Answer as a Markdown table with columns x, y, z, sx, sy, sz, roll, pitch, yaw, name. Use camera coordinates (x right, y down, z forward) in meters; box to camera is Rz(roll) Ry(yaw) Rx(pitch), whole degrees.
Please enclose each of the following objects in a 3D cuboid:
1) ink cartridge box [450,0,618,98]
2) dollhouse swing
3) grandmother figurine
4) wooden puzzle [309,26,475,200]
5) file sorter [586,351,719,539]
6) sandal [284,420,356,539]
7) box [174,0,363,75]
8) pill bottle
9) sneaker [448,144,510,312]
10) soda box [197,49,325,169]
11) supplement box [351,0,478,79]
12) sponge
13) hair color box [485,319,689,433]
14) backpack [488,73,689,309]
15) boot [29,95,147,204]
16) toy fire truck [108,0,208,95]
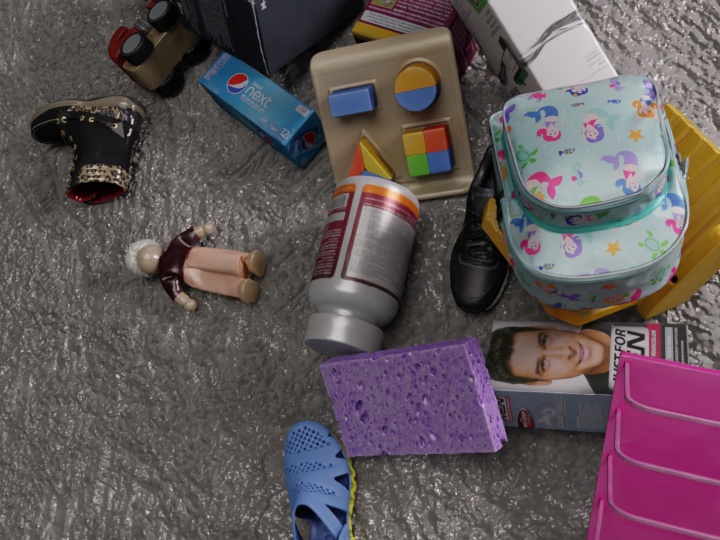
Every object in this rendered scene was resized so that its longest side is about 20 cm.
| x | y | z | sx | sy | sz | roll | pitch | yaw | name |
| --- | --- | --- | --- | --- | --- | --- | --- | --- | --- |
| 0.196 | -0.264 | 0.905 | 0.084 | 0.146 | 0.201 | -32 | 92 | 2 | ink cartridge box |
| 0.260 | -0.068 | 0.813 | 0.182 | 0.174 | 0.201 | -56 | 53 | 35 | dollhouse swing |
| -0.226 | -0.009 | 1.055 | 0.198 | 0.061 | 0.122 | 6 | 62 | 20 | grandmother figurine |
| 0.037 | -0.182 | 0.976 | 0.183 | 0.046 | 0.202 | -6 | 105 | 19 | wooden puzzle |
| 0.276 | 0.196 | 0.681 | 0.137 | 0.125 | 0.203 | 10 | 104 | 18 | file sorter |
| -0.046 | 0.257 | 0.857 | 0.079 | 0.087 | 0.202 | -22 | 60 | 13 | sandal |
| -0.134 | -0.408 | 1.118 | 0.196 | 0.125 | 0.200 | 34 | 62 | 30 | box |
| 0.000 | 0.000 | 0.934 | 0.108 | 0.110 | 0.202 | 6 | 71 | 23 | pill bottle |
| 0.140 | -0.055 | 0.916 | 0.075 | 0.088 | 0.202 | 9 | 72 | 23 | sneaker |
| -0.136 | -0.228 | 1.106 | 0.200 | 0.068 | 0.064 | 40 | 85 | 30 | soda box |
| 0.099 | -0.350 | 1.048 | 0.130 | 0.103 | 0.201 | 26 | 80 | 28 | supplement box |
| 0.051 | 0.138 | 0.834 | 0.198 | 0.030 | 0.113 | -13 | 95 | 40 | sponge |
| 0.230 | 0.108 | 0.810 | 0.198 | 0.061 | 0.100 | -1 | 42 | 21 | hair color box |
| 0.211 | -0.071 | 0.733 | 0.175 | 0.151 | 0.202 | -8 | 68 | 11 | backpack |
| -0.423 | -0.179 | 1.196 | 0.197 | 0.073 | 0.152 | -4 | 67 | 13 | boot |
| -0.339 | -0.394 | 1.234 | 0.199 | 0.129 | 0.177 | 30 | 81 | 40 | toy fire truck |
